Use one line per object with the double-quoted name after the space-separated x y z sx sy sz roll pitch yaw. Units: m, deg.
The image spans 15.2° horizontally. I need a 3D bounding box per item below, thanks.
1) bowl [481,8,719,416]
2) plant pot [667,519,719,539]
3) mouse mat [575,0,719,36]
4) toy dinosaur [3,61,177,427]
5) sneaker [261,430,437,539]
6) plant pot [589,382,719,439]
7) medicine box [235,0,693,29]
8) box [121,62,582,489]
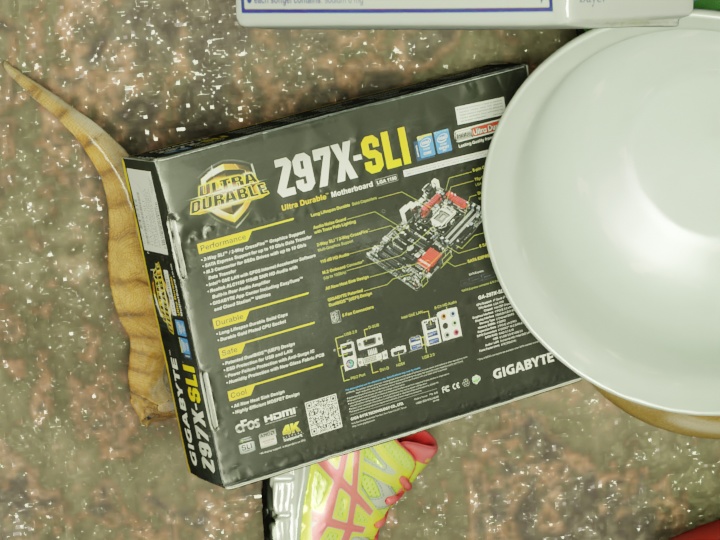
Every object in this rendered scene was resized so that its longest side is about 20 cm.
0.163 -0.040 1.263 0.200 0.090 0.202 8 117 15 "bowl"
0.262 0.205 1.358 0.181 0.201 0.202 -18 111 -2 "plant pot"
0.201 -0.066 1.324 0.160 0.008 0.201 -16 112 1 "mouse mat"
-0.101 -0.011 1.320 0.105 0.060 0.201 -12 111 1 "toy dinosaur"
-0.005 0.108 1.363 0.090 0.078 0.201 -2 110 -6 "sneaker"
0.194 -0.002 1.365 0.198 0.028 0.201 -2 110 -5 "plant pot"
0.042 -0.205 1.167 0.181 0.103 0.202 4 98 38 "medicine box"
0.000 0.000 1.289 0.199 0.049 0.161 -16 100 -22 "box"
